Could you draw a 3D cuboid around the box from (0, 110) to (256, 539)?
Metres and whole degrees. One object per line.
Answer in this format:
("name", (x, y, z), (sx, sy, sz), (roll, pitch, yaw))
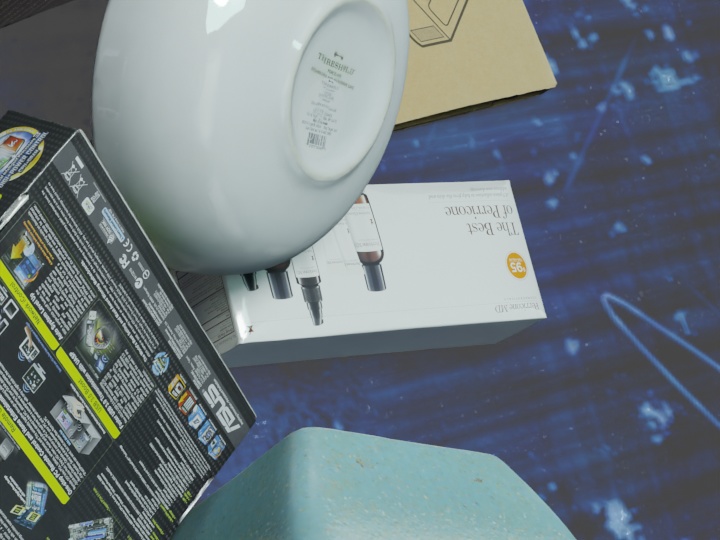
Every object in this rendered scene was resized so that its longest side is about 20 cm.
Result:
("box", (-0.139, 0.057, 0.942), (0.160, 0.044, 0.200), (-53, 139, -24))

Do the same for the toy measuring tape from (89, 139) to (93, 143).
("toy measuring tape", (-0.072, -0.062, 1.103), (0.200, 0.074, 0.074), (-34, 94, -48))

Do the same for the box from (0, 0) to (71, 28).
("box", (-0.181, -0.206, 1.022), (0.200, 0.166, 0.164), (-28, 90, -41))

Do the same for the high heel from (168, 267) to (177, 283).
("high heel", (-0.168, -0.019, 1.039), (0.071, 0.143, 0.200), (-59, 145, -18))

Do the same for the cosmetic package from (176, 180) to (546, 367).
("cosmetic package", (0.000, 0.000, 1.150), (0.200, 0.051, 0.083), (-4, 75, -38))

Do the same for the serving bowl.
("serving bowl", (-0.034, -0.089, 1.015), (0.200, 0.066, 0.200), (-32, 131, -47))

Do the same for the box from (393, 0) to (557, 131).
("box", (0.015, -0.179, 1.253), (0.163, 0.021, 0.200), (-17, 82, -40))

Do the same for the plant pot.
("plant pot", (0.001, 0.185, 0.993), (0.196, 0.196, 0.200), (11, 56, -33))
